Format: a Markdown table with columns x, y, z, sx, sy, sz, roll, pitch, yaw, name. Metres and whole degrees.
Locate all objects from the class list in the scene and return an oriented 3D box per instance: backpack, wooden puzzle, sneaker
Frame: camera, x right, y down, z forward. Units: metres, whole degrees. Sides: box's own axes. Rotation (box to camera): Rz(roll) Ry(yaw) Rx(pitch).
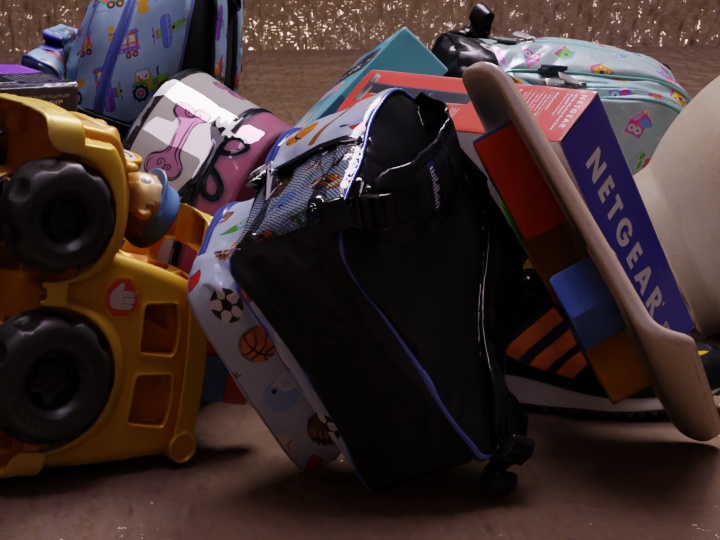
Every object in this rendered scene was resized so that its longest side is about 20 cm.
| x | y | z | sx | sy | sz | roll | pitch | yaw | name |
| --- | --- | --- | --- | --- | --- | --- | --- | --- | --- |
| 0.149 | -0.093 | 1.817 | 0.199 | 0.167 | 0.127 | 2 | 32 | -12 | backpack |
| 0.119 | -0.001 | 1.365 | 0.046 | 0.200 | 0.185 | -33 | -24 | 0 | wooden puzzle |
| 0.124 | 0.035 | 1.492 | 0.199 | 0.090 | 0.070 | 3 | 11 | 16 | sneaker |
| -0.151 | -0.125 | 1.657 | 0.134 | 0.201 | 0.183 | 12 | 15 | 4 | backpack |
| 0.008 | 0.004 | 1.329 | 0.154 | 0.200 | 0.191 | -12 | 31 | 27 | backpack |

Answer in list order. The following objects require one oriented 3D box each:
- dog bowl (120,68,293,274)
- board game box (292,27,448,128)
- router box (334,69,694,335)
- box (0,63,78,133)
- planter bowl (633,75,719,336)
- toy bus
| x | y | z | sx | sy | sz | roll | pitch | yaw | name |
| --- | --- | --- | --- | --- | --- | --- | --- | --- | --- |
| -0.095 | -0.017 | 1.519 | 0.074 | 0.201 | 0.200 | 17 | 15 | 16 | dog bowl |
| -0.036 | -0.081 | 1.802 | 0.200 | 0.047 | 0.151 | -47 | 6 | -11 | board game box |
| 0.098 | -0.031 | 1.572 | 0.179 | 0.200 | 0.049 | 9 | 49 | 40 | router box |
| -0.232 | -0.016 | 1.461 | 0.106 | 0.201 | 0.122 | -5 | 12 | -25 | box |
| 0.264 | -0.036 | 1.673 | 0.134 | 0.201 | 0.200 | -26 | 9 | 7 | planter bowl |
| -0.133 | 0.010 | 1.369 | 0.191 | 0.201 | 0.136 | 3 | 9 | -28 | toy bus |
